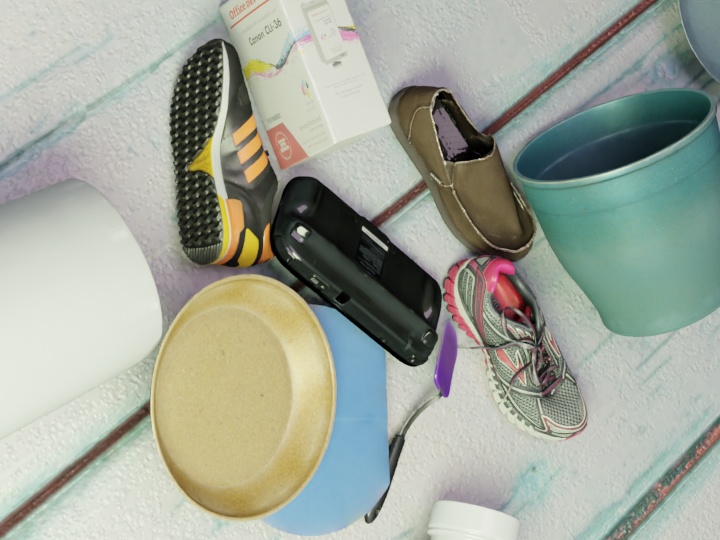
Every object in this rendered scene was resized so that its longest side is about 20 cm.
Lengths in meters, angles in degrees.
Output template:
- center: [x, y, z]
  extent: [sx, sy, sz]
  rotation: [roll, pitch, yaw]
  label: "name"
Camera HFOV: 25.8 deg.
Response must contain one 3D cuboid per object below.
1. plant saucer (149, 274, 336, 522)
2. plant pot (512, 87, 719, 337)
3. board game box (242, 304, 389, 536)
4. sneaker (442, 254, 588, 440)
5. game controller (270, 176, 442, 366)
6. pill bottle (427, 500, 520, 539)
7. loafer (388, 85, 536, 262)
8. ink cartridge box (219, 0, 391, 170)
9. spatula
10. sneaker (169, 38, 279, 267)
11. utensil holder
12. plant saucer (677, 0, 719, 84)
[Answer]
- center: [-0.103, 0.104, 1.297]
  extent: [0.199, 0.035, 0.202]
  rotation: [0, 89, -44]
  label: "plant saucer"
- center: [0.269, -0.047, 1.512]
  extent: [0.199, 0.199, 0.189]
  rotation: [-33, 112, -28]
  label: "plant pot"
- center: [-0.050, 0.132, 1.392]
  extent: [0.157, 0.039, 0.202]
  rotation: [2, 83, -34]
  label: "board game box"
- center: [0.153, 0.077, 1.488]
  extent: [0.081, 0.075, 0.201]
  rotation: [-41, 102, -27]
  label: "sneaker"
- center: [0.000, 0.000, 1.420]
  extent: [0.200, 0.042, 0.105]
  rotation: [40, 35, -26]
  label: "game controller"
- center: [0.083, 0.312, 1.391]
  extent: [0.111, 0.111, 0.202]
  rotation: [20, 73, -24]
  label: "pill bottle"
- center: [0.103, -0.091, 1.489]
  extent: [0.073, 0.071, 0.200]
  rotation: [-46, 104, -26]
  label: "loafer"
- center: [-0.058, -0.202, 1.395]
  extent: [0.067, 0.116, 0.202]
  rotation: [-22, 92, -28]
  label: "ink cartridge box"
- center: [0.049, 0.142, 1.446]
  extent: [0.201, 0.020, 0.057]
  rotation: [-61, 154, -15]
  label: "spatula"
- center: [-0.113, -0.100, 1.386]
  extent: [0.090, 0.070, 0.202]
  rotation: [9, 75, -46]
  label: "sneaker"
- center: [-0.277, 0.037, 1.211]
  extent: [0.199, 0.170, 0.171]
  rotation: [-29, 96, -31]
  label: "utensil holder"
- center: [0.411, -0.279, 1.704]
  extent: [0.199, 0.039, 0.203]
  rotation: [5, 80, -27]
  label: "plant saucer"
